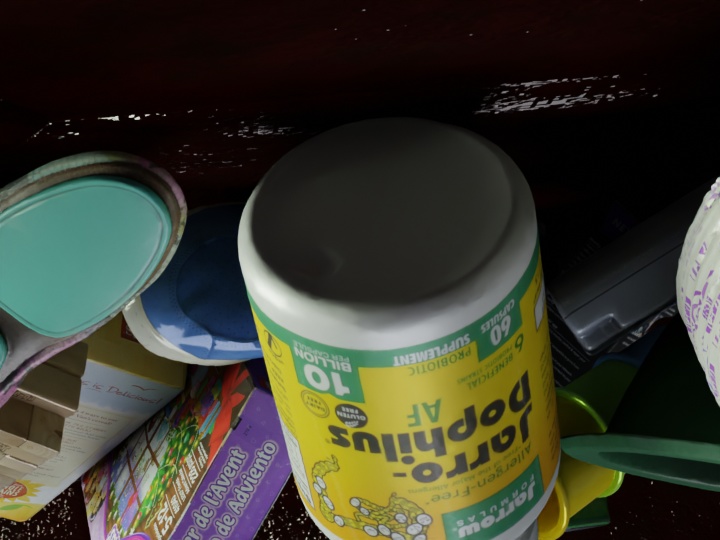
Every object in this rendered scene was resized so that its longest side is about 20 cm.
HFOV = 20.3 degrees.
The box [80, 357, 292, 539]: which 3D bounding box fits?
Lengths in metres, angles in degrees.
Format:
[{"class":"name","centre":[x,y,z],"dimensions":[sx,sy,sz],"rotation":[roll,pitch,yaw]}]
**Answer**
[{"class":"box","centre":[-0.083,0.088,0.978],"dimensions":[0.039,0.137,0.200],"rotation":[26,-171,-18]}]

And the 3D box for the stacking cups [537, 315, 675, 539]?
[{"class":"stacking cups","centre":[0.140,0.055,0.964],"dimensions":[0.199,0.061,0.060],"rotation":[-32,-172,-35]}]

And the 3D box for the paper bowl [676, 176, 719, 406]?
[{"class":"paper bowl","centre":[0.207,-0.015,0.695],"dimensions":[0.199,0.105,0.201],"rotation":[-11,144,-8]}]

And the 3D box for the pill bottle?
[{"class":"pill bottle","centre":[0.022,0.048,0.799],"dimensions":[0.112,0.113,0.201],"rotation":[-6,134,4]}]

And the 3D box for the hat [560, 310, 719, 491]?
[{"class":"hat","centre":[0.177,0.004,0.856],"dimensions":[0.164,0.177,0.200],"rotation":[9,172,4]}]

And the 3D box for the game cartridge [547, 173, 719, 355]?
[{"class":"game cartridge","centre":[0.146,-0.011,0.880],"dimensions":[0.133,0.041,0.200],"rotation":[-29,174,4]}]

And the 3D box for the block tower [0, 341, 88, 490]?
[{"class":"block tower","centre":[-0.207,0.085,0.956],"dimensions":[0.058,0.054,0.200],"rotation":[25,142,-28]}]

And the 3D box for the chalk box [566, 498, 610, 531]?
[{"class":"chalk box","centre":[0.069,0.115,1.270],"dimensions":[0.123,0.202,0.124],"rotation":[1,169,-37]}]

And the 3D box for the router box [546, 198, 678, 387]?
[{"class":"router box","centre":[0.123,0.050,1.088],"dimensions":[0.157,0.052,0.200],"rotation":[-50,162,6]}]

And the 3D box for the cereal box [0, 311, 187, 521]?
[{"class":"cereal box","centre":[-0.192,0.062,1.007],"dimensions":[0.143,0.040,0.200],"rotation":[20,144,-25]}]

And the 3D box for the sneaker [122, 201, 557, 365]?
[{"class":"sneaker","centre":[0.000,-0.001,0.882],"dimensions":[0.199,0.077,0.111],"rotation":[1,170,-38]}]

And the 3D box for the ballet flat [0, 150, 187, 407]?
[{"class":"ballet flat","centre":[-0.138,0.007,0.814],"dimensions":[0.200,0.069,0.071],"rotation":[-43,-167,29]}]
